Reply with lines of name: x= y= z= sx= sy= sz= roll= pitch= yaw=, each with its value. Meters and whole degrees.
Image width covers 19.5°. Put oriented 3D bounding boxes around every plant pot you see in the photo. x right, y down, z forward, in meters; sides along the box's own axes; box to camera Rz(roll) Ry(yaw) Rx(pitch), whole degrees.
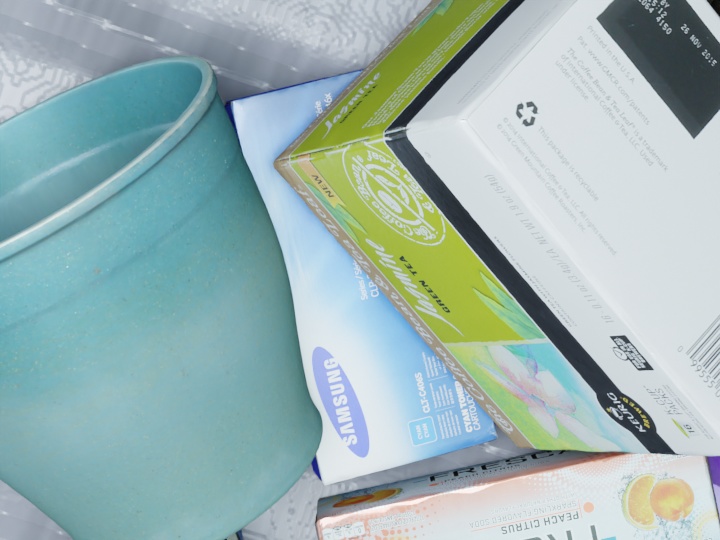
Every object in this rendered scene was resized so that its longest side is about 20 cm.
plant pot: x=-0.115 y=0.031 z=0.989 sx=0.200 sy=0.200 sz=0.188 roll=-30 pitch=110 yaw=-5

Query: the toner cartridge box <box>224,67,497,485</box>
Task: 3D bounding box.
toner cartridge box: x=0.000 y=0.000 z=1.071 sx=0.095 sy=0.043 sz=0.200 roll=-15 pitch=95 yaw=-6

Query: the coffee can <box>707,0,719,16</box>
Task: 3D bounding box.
coffee can: x=0.270 y=-0.080 z=1.051 sx=0.200 sy=0.146 sz=0.146 roll=23 pitch=90 yaw=-9

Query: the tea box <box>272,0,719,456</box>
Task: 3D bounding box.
tea box: x=0.100 y=-0.028 z=0.973 sx=0.134 sy=0.197 sz=0.200 roll=-47 pitch=106 yaw=-20

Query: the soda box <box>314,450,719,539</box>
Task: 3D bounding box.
soda box: x=0.080 y=0.132 z=1.067 sx=0.200 sy=0.064 sz=0.068 roll=-12 pitch=94 yaw=1

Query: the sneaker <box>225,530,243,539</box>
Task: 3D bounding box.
sneaker: x=-0.071 y=0.204 z=1.035 sx=0.081 sy=0.115 sz=0.200 roll=-18 pitch=95 yaw=-5

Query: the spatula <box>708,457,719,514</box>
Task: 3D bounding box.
spatula: x=0.149 y=0.068 z=1.105 sx=0.057 sy=0.021 sz=0.200 roll=-25 pitch=95 yaw=-2
